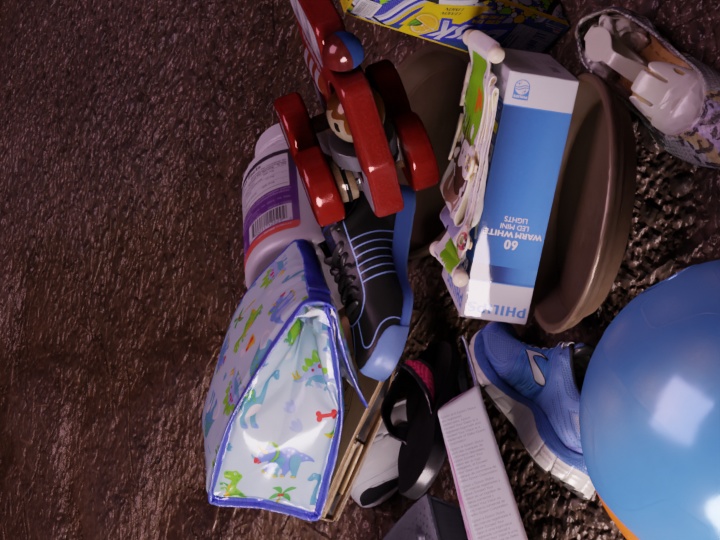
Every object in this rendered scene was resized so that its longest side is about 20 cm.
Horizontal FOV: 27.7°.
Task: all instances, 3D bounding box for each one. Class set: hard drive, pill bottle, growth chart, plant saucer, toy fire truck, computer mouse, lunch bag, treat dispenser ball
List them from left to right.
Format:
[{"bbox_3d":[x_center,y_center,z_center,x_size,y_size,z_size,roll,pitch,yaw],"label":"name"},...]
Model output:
[{"bbox_3d":[-0.064,0.089,1.281,0.170,0.127,0.201,-114,35,-69],"label":"lunch bag"},{"bbox_3d":[-0.061,-0.056,1.439,0.112,0.111,0.201,-53,28,34],"label":"pill bottle"},{"bbox_3d":[-0.015,-0.146,1.218,0.200,0.112,0.168,-113,4,-47],"label":"toy fire truck"},{"bbox_3d":[0.033,0.152,1.309,0.200,0.044,0.110,-46,44,40],"label":"computer mouse"},{"bbox_3d":[0.047,0.286,1.221,0.200,0.042,0.135,120,145,-48],"label":"hard drive"},{"bbox_3d":[0.064,-0.108,1.341,0.200,0.029,0.201,-21,64,53],"label":"plant saucer"},{"bbox_3d":[0.085,-0.094,1.165,0.145,0.018,0.201,-138,57,-80],"label":"growth chart"},{"bbox_3d":[0.169,-0.050,1.122,0.200,0.029,0.201,-172,90,-80],"label":"plant saucer"},{"bbox_3d":[0.233,0.093,0.885,0.200,0.200,0.202,-22,63,52],"label":"treat dispenser ball"}]

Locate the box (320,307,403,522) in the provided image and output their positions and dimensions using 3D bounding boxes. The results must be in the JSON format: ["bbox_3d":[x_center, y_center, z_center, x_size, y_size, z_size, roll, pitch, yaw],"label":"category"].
[{"bbox_3d":[-0.015,0.115,1.359,0.200,0.021,0.164,-114,44,-68],"label":"box"}]

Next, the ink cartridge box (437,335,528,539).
[{"bbox_3d":[0.097,0.183,1.103,0.197,0.043,0.201,73,-179,-56],"label":"ink cartridge box"}]

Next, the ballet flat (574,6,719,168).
[{"bbox_3d":[0.219,-0.140,1.095,0.072,0.072,0.201,-63,37,23],"label":"ballet flat"}]

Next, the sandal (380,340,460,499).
[{"bbox_3d":[0.044,0.109,1.181,0.075,0.045,0.200,-60,7,23],"label":"sandal"}]

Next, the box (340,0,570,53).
[{"bbox_3d":[0.074,-0.233,1.219,0.064,0.199,0.070,-47,45,37],"label":"box"}]

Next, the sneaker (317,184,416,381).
[{"bbox_3d":[0.000,0.000,1.263,0.070,0.077,0.201,129,151,-49],"label":"sneaker"}]

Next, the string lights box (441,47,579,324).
[{"bbox_3d":[0.118,-0.070,1.175,0.103,0.059,0.201,-108,27,-70],"label":"string lights box"}]

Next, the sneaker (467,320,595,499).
[{"bbox_3d":[0.153,0.091,1.136,0.089,0.078,0.200,-47,34,7],"label":"sneaker"}]
